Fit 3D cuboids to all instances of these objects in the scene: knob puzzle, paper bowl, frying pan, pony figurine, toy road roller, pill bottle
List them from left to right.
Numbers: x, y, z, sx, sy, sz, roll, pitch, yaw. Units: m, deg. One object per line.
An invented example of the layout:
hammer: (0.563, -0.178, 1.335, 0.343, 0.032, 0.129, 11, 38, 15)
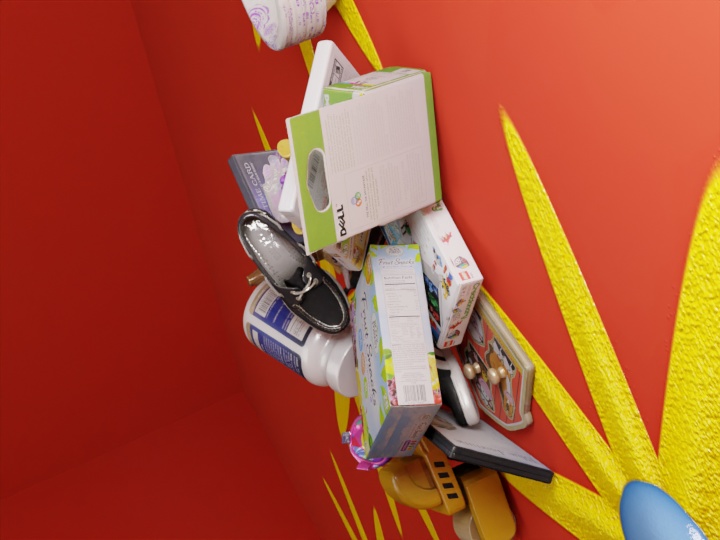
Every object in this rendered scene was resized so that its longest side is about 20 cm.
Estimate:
paper bowl: (-0.093, -0.384, 1.293, 0.202, 0.103, 0.202, 59, 163, 31)
pill bottle: (-0.067, 0.094, 1.491, 0.198, 0.115, 0.117, 29, 143, 38)
pony figurine: (-0.049, -0.093, 1.327, 0.200, 0.163, 0.197, 59, -164, -67)
frying pan: (-0.003, 0.004, 1.469, 0.115, 0.030, 0.193, -53, -12, -68)
toy road roller: (0.114, 0.305, 1.446, 0.203, 0.144, 0.123, 68, 166, 1)
knob puzzle: (0.147, 0.115, 1.280, 0.221, 0.030, 0.222, 90, 154, -56)

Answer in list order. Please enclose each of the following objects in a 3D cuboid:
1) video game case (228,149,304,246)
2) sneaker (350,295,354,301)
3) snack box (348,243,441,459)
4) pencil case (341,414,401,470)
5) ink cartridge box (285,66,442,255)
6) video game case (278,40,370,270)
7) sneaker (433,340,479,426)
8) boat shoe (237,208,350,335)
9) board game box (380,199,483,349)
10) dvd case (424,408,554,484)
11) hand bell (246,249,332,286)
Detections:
video game case: (-0.079, -0.106, 1.466, 0.019, 0.198, 0.145, -37, 74, 44)
sneaker: (0.046, 0.039, 1.489, 0.086, 0.078, 0.200, 45, 173, 2)
snack box: (0.037, 0.097, 1.238, 0.169, 0.066, 0.204, 109, 156, -60)
pencil case: (0.052, 0.262, 1.568, 0.199, 0.088, 0.089, 24, -148, -59)
ink cartridge box: (-0.011, -0.122, 1.122, 0.075, 0.198, 0.151, 17, 122, 47)
video game case: (-0.023, -0.126, 1.194, 0.182, 0.022, 0.204, 40, -122, -58)
sneaker: (0.073, 0.136, 1.353, 0.073, 0.110, 0.202, 61, -176, -50)
boat shoe: (-0.085, 0.003, 1.343, 0.201, 0.073, 0.060, 52, -178, -1)
board game box: (0.079, -0.026, 1.250, 0.127, 0.034, 0.202, 102, 149, -52)
dvd case: (0.132, 0.205, 1.287, 0.018, 0.140, 0.200, -70, 21, 4)
hand bell: (-0.078, -0.019, 1.578, 0.105, 0.197, 0.105, 58, 162, 31)
